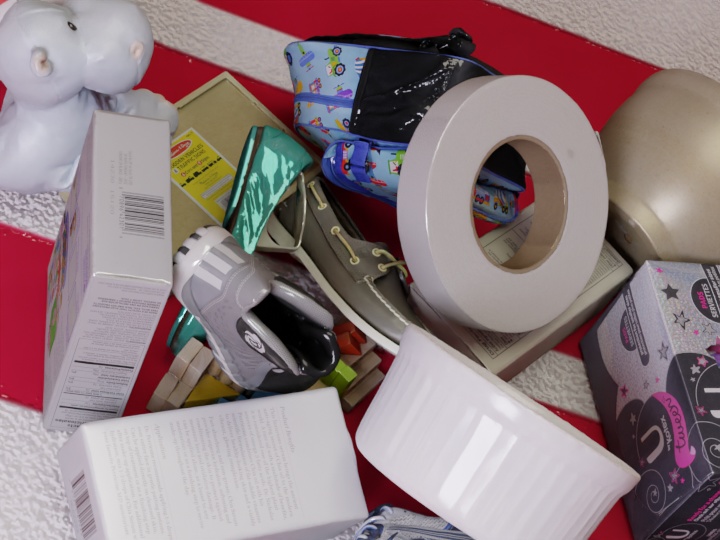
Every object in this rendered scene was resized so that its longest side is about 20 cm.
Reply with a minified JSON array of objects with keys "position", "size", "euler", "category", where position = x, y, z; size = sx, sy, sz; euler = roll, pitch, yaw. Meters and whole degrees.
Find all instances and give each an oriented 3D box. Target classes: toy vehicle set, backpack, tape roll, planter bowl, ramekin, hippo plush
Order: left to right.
[{"position":[-0.235,-0.150,1.399],"size":[0.199,0.161,0.160],"euler":[-9,43,-16],"category":"hippo plush"},{"position":[-0.133,-0.074,1.501],"size":[0.124,0.027,0.200],"euler":[43,50,9],"category":"toy vehicle set"},{"position":[0.029,-0.123,1.517],"size":[0.182,0.199,0.135],"euler":[20,81,-59],"category":"backpack"},{"position":[0.092,0.132,1.320],"size":[0.200,0.200,0.098],"euler":[34,91,1],"category":"ramekin"},{"position":[0.114,-0.052,1.420],"size":[0.202,0.037,0.204],"euler":[-3,95,-40],"category":"tape roll"},{"position":[0.265,-0.054,1.579],"size":[0.135,0.200,0.200],"euler":[-36,75,-20],"category":"planter bowl"}]

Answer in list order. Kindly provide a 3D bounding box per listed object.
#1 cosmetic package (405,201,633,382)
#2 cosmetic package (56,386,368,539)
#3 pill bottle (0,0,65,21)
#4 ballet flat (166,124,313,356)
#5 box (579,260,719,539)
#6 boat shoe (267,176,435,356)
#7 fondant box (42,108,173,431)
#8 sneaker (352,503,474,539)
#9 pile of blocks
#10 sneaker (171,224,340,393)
[{"position":[0.123,0.024,1.518],"size":[0.200,0.073,0.104],"euler":[-31,73,-38],"category":"cosmetic package"},{"position":[-0.105,0.152,1.304],"size":[0.199,0.071,0.102],"euler":[-6,71,-27],"category":"cosmetic package"},{"position":[-0.283,-0.263,1.512],"size":[0.113,0.114,0.201],"euler":[-6,58,-28],"category":"pill bottle"},{"position":[-0.085,-0.017,1.420],"size":[0.070,0.067,0.201],"euler":[22,72,-6],"category":"ballet flat"},{"position":[0.273,0.108,1.487],"size":[0.114,0.132,0.201],"euler":[3,55,-23],"category":"box"},{"position":[-0.002,-0.001,1.440],"size":[0.202,0.060,0.072],"euler":[46,7,38],"category":"boat shoe"},{"position":[-0.182,0.005,1.303],"size":[0.058,0.200,0.145],"euler":[8,53,-17],"category":"fondant box"},{"position":[0.015,0.219,1.334],"size":[0.199,0.077,0.085],"euler":[-7,50,-38],"category":"sneaker"},{"position":[-0.062,0.080,1.397],"size":[0.199,0.062,0.082],"euler":[-11,61,-31],"category":"pile of blocks"},{"position":[-0.051,0.054,1.273],"size":[0.115,0.200,0.075],"euler":[31,79,35],"category":"sneaker"}]
